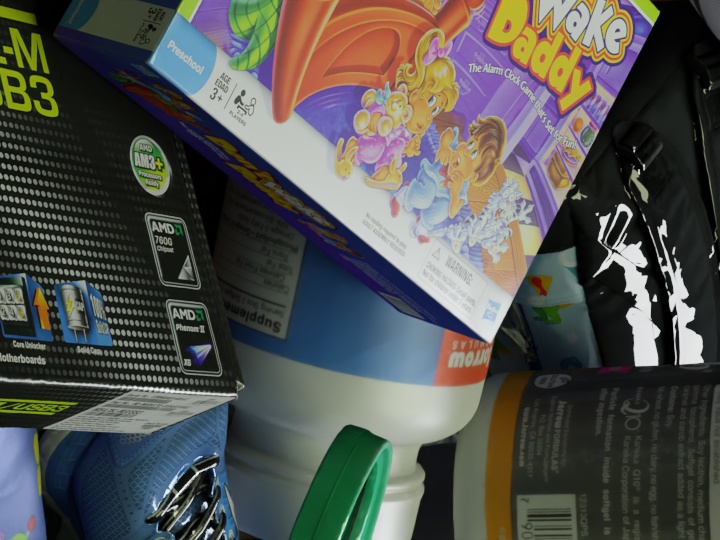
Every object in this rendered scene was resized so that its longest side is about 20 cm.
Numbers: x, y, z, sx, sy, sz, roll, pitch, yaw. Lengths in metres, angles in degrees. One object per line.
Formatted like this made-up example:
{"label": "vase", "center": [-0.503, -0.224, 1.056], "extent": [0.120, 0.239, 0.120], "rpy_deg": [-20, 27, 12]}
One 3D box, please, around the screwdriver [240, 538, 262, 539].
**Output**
{"label": "screwdriver", "center": [0.012, 0.113, 0.969], "extent": [0.028, 0.200, 0.029], "rpy_deg": [30, 63, -40]}

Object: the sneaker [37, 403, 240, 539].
{"label": "sneaker", "center": [-0.061, 0.094, 0.894], "extent": [0.079, 0.089, 0.200], "rpy_deg": [-37, 154, -29]}

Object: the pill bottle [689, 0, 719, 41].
{"label": "pill bottle", "center": [0.169, -0.149, 1.008], "extent": [0.114, 0.200, 0.114], "rpy_deg": [-13, 133, -14]}

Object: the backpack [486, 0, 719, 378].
{"label": "backpack", "center": [0.108, 0.008, 1.114], "extent": [0.163, 0.154, 0.200], "rpy_deg": [-50, 123, -40]}

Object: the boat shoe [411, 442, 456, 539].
{"label": "boat shoe", "center": [-0.007, 0.145, 1.072], "extent": [0.200, 0.074, 0.065], "rpy_deg": [-33, 135, -29]}

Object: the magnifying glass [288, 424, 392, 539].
{"label": "magnifying glass", "center": [-0.014, 0.127, 0.926], "extent": [0.200, 0.022, 0.080], "rpy_deg": [100, 13, -54]}

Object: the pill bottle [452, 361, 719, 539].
{"label": "pill bottle", "center": [0.144, 0.094, 0.998], "extent": [0.116, 0.200, 0.117], "rpy_deg": [-3, 90, -74]}

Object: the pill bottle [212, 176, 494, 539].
{"label": "pill bottle", "center": [0.000, 0.000, 0.969], "extent": [0.112, 0.112, 0.200], "rpy_deg": [-3, 107, -53]}

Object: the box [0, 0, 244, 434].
{"label": "box", "center": [-0.129, -0.051, 0.741], "extent": [0.200, 0.047, 0.194], "rpy_deg": [9, 64, -54]}

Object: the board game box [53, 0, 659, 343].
{"label": "board game box", "center": [0.007, -0.080, 0.827], "extent": [0.200, 0.045, 0.135], "rpy_deg": [38, 75, -47]}

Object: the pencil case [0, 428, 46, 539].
{"label": "pencil case", "center": [-0.144, 0.068, 0.831], "extent": [0.087, 0.078, 0.200], "rpy_deg": [-37, 133, -46]}
